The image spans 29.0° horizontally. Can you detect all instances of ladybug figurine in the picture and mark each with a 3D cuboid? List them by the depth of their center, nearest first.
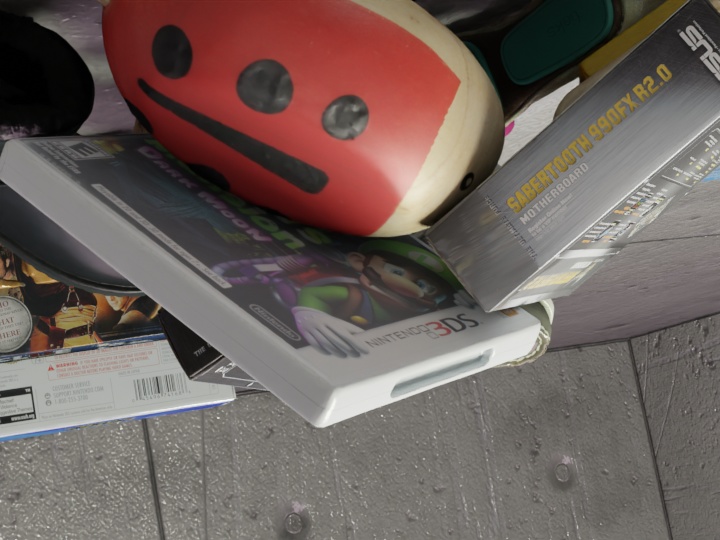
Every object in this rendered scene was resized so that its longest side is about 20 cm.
[{"bbox_3d":[-0.031,-0.075,0.619,0.199,0.072,0.136,25,143,-11],"label":"ladybug figurine"}]

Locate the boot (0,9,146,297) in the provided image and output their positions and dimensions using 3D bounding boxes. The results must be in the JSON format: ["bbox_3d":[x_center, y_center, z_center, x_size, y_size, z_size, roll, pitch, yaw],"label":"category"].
[{"bbox_3d":[-0.158,-0.056,0.714,0.199,0.077,0.168,26,161,-15],"label":"boot"}]

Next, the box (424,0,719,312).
[{"bbox_3d":[0.128,-0.051,0.683,0.158,0.048,0.200,-41,169,16],"label":"box"}]

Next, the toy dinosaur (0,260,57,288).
[{"bbox_3d":[-0.222,-0.042,0.858,0.060,0.107,0.200,-8,178,39],"label":"toy dinosaur"}]

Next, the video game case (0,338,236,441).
[{"bbox_3d":[-0.199,0.017,0.956,0.199,0.182,0.045,-7,172,-19],"label":"video game case"}]

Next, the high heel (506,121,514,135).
[{"bbox_3d":[0.023,-0.066,0.975,0.199,0.096,0.067,-6,170,-24],"label":"high heel"}]

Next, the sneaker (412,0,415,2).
[{"bbox_3d":[-0.045,-0.103,0.722,0.070,0.078,0.200,-4,168,-38],"label":"sneaker"}]

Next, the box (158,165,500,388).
[{"bbox_3d":[0.000,0.000,0.844,0.200,0.048,0.158,-35,161,16],"label":"box"}]

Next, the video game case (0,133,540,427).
[{"bbox_3d":[-0.036,-0.009,0.642,0.181,0.200,0.023,-11,130,-56],"label":"video game case"}]

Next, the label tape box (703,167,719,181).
[{"bbox_3d":[0.296,-0.123,1.053,0.142,0.066,0.200,-9,168,-14],"label":"label tape box"}]

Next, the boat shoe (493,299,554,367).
[{"bbox_3d":[0.011,0.026,0.735,0.201,0.060,0.072,11,129,-15],"label":"boat shoe"}]

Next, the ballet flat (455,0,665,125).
[{"bbox_3d":[0.096,-0.121,0.829,0.062,0.068,0.200,-13,176,-44],"label":"ballet flat"}]

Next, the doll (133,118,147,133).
[{"bbox_3d":[-0.038,-0.076,0.870,0.199,0.049,0.136,5,-163,-23],"label":"doll"}]

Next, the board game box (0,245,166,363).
[{"bbox_3d":[-0.166,-0.017,0.932,0.199,0.136,0.035,-8,171,-19],"label":"board game box"}]

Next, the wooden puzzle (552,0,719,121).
[{"bbox_3d":[0.181,-0.125,0.780,0.200,0.037,0.185,-40,169,3],"label":"wooden puzzle"}]
